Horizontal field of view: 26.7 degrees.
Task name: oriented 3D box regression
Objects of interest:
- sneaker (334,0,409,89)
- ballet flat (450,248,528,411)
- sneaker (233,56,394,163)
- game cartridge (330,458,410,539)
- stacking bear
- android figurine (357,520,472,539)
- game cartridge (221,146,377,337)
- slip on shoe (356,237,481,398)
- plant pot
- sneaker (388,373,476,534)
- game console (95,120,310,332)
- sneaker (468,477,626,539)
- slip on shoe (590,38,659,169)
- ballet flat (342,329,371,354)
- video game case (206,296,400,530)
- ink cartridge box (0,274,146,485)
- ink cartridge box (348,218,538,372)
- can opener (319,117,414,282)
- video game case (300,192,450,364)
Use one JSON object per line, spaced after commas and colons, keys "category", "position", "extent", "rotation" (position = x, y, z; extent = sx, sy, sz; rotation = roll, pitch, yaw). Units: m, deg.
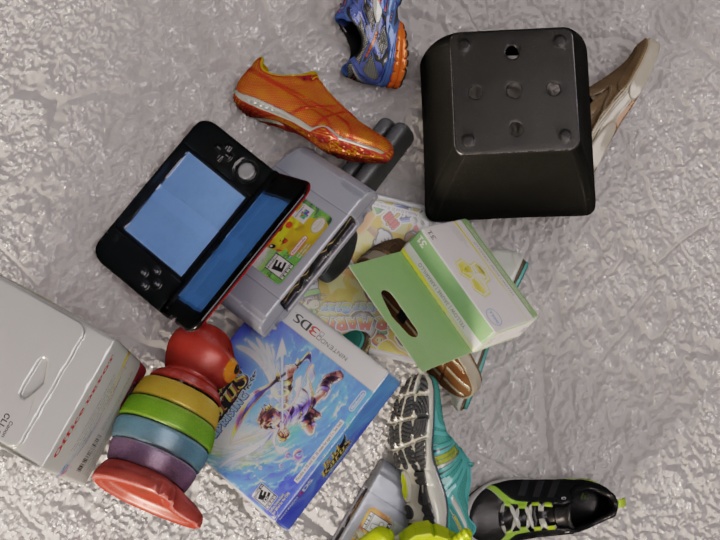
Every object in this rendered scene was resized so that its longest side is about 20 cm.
{"category": "sneaker", "position": [0.008, -0.309, 1.745], "extent": [0.078, 0.075, 0.202], "rotation": [-4, 86, -14]}
{"category": "ballet flat", "position": [0.132, 0.064, 1.770], "extent": [0.069, 0.069, 0.202], "rotation": [27, 77, -14]}
{"category": "sneaker", "position": [-0.047, -0.180, 1.690], "extent": [0.199, 0.073, 0.078], "rotation": [28, 80, 11]}
{"category": "game cartridge", "position": [0.026, 0.335, 1.732], "extent": [0.133, 0.042, 0.201], "rotation": [33, 78, -8]}
{"category": "stacking bear", "position": [-0.192, 0.148, 1.593], "extent": [0.113, 0.122, 0.202], "rotation": [13, 67, 24]}
{"category": "android figurine", "position": [0.055, 0.356, 1.665], "extent": [0.199, 0.041, 0.183], "rotation": [-35, 105, 10]}
{"category": "game cartridge", "position": [-0.088, -0.038, 1.675], "extent": [0.201, 0.133, 0.040], "rotation": [-51, 143, -8]}
{"category": "slip on shoe", "position": [0.077, 0.051, 1.714], "extent": [0.060, 0.076, 0.200], "rotation": [-34, 78, -33]}
{"category": "plant pot", "position": [0.166, -0.173, 1.691], "extent": [0.197, 0.177, 0.202], "rotation": [-2, 80, 3]}
{"category": "sneaker", "position": [0.085, 0.215, 1.717], "extent": [0.079, 0.077, 0.202], "rotation": [-8, 90, -33]}
{"category": "game console", "position": [-0.172, -0.053, 1.620], "extent": [0.172, 0.119, 0.200], "rotation": [38, 82, 8]}
{"category": "sneaker", "position": [0.213, 0.274, 1.763], "extent": [0.198, 0.083, 0.073], "rotation": [-8, 89, -20]}
{"category": "slip on shoe", "position": [0.292, -0.201, 1.822], "extent": [0.060, 0.076, 0.201], "rotation": [30, 82, 4]}
{"category": "ballet flat", "position": [-0.057, 0.151, 1.706], "extent": [0.200, 0.068, 0.076], "rotation": [-40, 123, -8]}
{"category": "video game case", "position": [-0.086, 0.144, 1.637], "extent": [0.181, 0.045, 0.201], "rotation": [35, 84, 30]}
{"category": "ink cartridge box", "position": [-0.323, 0.114, 1.534], "extent": [0.144, 0.200, 0.146], "rotation": [28, 79, 6]}
{"category": "ink cartridge box", "position": [0.094, 0.023, 1.662], "extent": [0.146, 0.048, 0.199], "rotation": [55, 32, 15]}
{"category": "can opener", "position": [-0.008, -0.083, 1.722], "extent": [0.201, 0.052, 0.066], "rotation": [-57, 135, -12]}
{"category": "video game case", "position": [0.000, 0.000, 1.749], "extent": [0.198, 0.023, 0.184], "rotation": [13, 83, -16]}
